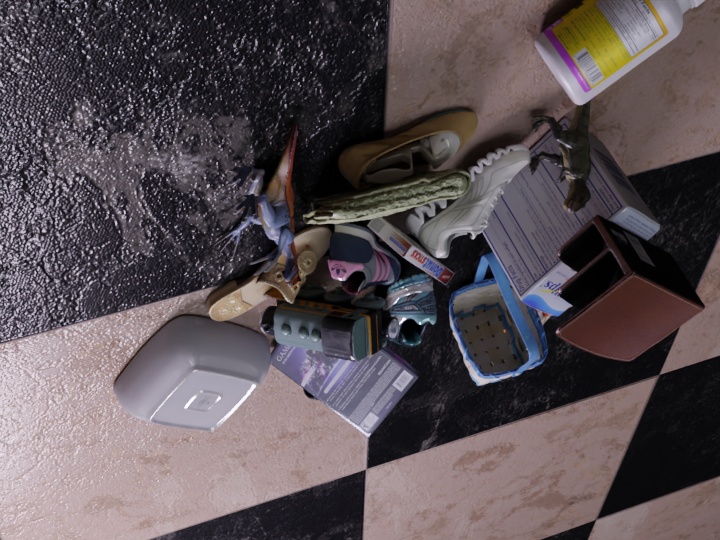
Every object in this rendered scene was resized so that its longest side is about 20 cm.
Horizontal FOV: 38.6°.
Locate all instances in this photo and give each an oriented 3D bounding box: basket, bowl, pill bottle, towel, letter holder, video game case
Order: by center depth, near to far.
[{"bbox_3d":[0.320,-0.301,1.260,0.199,0.105,0.104,-35,142,13],"label":"pill bottle"},{"bbox_3d":[0.032,-0.093,1.333,0.198,0.148,0.037,-16,98,-17],"label":"towel"},{"bbox_3d":[0.338,0.033,1.375,0.199,0.101,0.142,19,127,-44],"label":"letter holder"},{"bbox_3d":[-0.240,0.166,1.529,0.199,0.075,0.200,19,123,-44],"label":"bowl"},{"bbox_3d":[-0.028,0.145,1.556,0.143,0.199,0.019,-53,180,29],"label":"video game case"},{"bbox_3d":[0.216,0.083,1.615,0.138,0.178,0.200,-18,162,-8],"label":"basket"}]

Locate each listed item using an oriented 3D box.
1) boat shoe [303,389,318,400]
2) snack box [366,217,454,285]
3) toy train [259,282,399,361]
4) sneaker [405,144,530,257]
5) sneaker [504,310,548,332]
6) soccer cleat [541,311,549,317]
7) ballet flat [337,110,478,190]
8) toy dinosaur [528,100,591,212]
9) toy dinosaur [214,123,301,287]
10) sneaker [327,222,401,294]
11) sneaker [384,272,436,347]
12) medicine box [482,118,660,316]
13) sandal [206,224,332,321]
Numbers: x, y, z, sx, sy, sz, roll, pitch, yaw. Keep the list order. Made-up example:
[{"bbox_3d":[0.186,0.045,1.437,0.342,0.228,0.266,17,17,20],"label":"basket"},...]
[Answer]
[{"bbox_3d":[-0.041,0.140,1.612,0.062,0.075,0.201,-13,148,-32],"label":"boat shoe"},{"bbox_3d":[0.073,-0.027,1.431,0.024,0.072,0.200,-51,157,4],"label":"snack box"},{"bbox_3d":[-0.047,0.073,1.438,0.114,0.198,0.086,-22,116,-53],"label":"toy train"},{"bbox_3d":[0.160,-0.095,1.421,0.199,0.081,0.075,-38,162,7],"label":"sneaker"},{"bbox_3d":[0.303,0.066,1.727,0.091,0.076,0.201,-15,144,-21],"label":"sneaker"},{"bbox_3d":[0.325,0.008,1.562,0.077,0.070,0.200,-23,162,-19],"label":"soccer cleat"},{"bbox_3d":[0.070,-0.149,1.333,0.198,0.063,0.069,-20,140,-8],"label":"ballet flat"},{"bbox_3d":[0.273,-0.170,1.385,0.087,0.202,0.047,3,168,22],"label":"toy dinosaur"},{"bbox_3d":[-0.099,-0.056,1.317,0.199,0.106,0.181,-37,146,11],"label":"toy dinosaur"},{"bbox_3d":[0.000,0.000,1.431,0.069,0.083,0.200,9,166,24],"label":"sneaker"},{"bbox_3d":[0.052,0.083,1.563,0.077,0.087,0.200,-5,156,-28],"label":"sneaker"},{"bbox_3d":[0.282,-0.073,1.449,0.102,0.183,0.200,21,124,-44],"label":"medicine box"},{"bbox_3d":[-0.116,0.025,1.430,0.211,0.070,0.078,-32,143,9],"label":"sandal"}]
